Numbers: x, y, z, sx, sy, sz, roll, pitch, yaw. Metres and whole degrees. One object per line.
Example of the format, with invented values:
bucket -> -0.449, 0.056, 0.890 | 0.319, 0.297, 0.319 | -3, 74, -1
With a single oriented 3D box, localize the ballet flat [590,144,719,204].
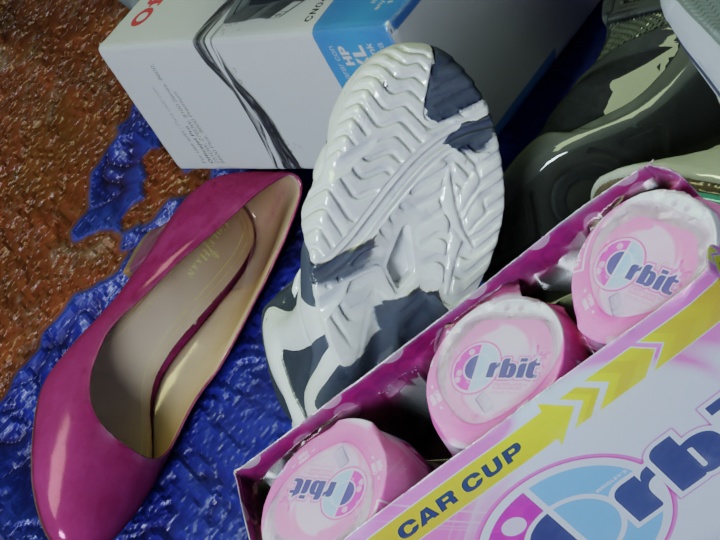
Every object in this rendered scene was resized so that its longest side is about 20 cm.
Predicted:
ballet flat -> 0.179, -0.020, 0.773 | 0.200, 0.069, 0.069 | 11, 66, 40

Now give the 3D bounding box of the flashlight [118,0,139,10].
flashlight -> -0.128, -0.184, 1.208 | 0.068, 0.068, 0.200 | -47, 36, -4

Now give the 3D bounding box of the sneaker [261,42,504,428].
sneaker -> 0.000, 0.000, 0.862 | 0.079, 0.199, 0.130 | -11, 19, -17

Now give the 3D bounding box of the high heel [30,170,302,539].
high heel -> -0.086, 0.035, 0.970 | 0.096, 0.067, 0.200 | -27, 37, 41

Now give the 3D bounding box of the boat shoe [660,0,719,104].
boat shoe -> 0.149, -0.065, 0.737 | 0.074, 0.067, 0.200 | -15, 42, 7

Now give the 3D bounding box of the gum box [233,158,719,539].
gum box -> 0.070, 0.063, 0.759 | 0.200, 0.113, 0.066 | -37, 39, 13

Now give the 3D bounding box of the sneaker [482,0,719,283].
sneaker -> 0.118, -0.074, 0.871 | 0.199, 0.076, 0.114 | -49, 21, 15

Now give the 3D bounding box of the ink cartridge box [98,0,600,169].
ink cartridge box -> -0.002, -0.122, 0.996 | 0.200, 0.084, 0.145 | 2, 45, 46
